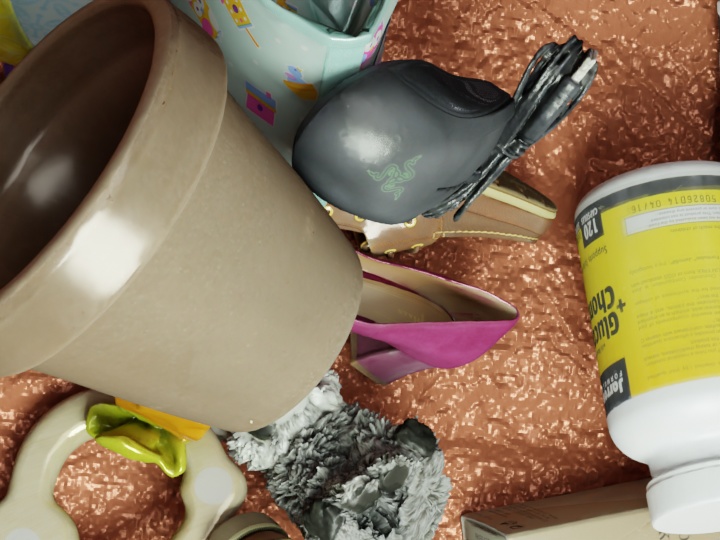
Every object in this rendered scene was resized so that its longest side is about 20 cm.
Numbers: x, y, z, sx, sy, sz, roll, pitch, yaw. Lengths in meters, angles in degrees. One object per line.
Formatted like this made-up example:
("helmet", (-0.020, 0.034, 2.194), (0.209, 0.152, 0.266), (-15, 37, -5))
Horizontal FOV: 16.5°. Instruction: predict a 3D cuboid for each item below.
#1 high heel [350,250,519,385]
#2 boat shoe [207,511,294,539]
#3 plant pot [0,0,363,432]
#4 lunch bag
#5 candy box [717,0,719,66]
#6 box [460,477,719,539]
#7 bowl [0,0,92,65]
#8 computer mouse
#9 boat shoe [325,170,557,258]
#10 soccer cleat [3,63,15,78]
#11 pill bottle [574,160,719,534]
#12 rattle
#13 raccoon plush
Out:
("high heel", (0.000, 0.000, 1.380), (0.200, 0.096, 0.067), (32, 42, -48))
("boat shoe", (-0.058, 0.236, 1.385), (0.072, 0.068, 0.200), (-18, 125, -29))
("plant pot", (-0.096, -0.012, 1.215), (0.175, 0.200, 0.200), (34, 82, -28))
("lunch bag", (-0.039, -0.153, 1.311), (0.122, 0.170, 0.200), (-12, 63, -18))
("candy box", (0.308, -0.069, 1.517), (0.168, 0.072, 0.200), (-5, 95, -25))
("box", (0.169, 0.177, 1.488), (0.200, 0.078, 0.095), (-11, 97, -18))
("bowl", (-0.208, -0.202, 1.301), (0.108, 0.200, 0.200), (-1, 94, 14))
("computer mouse", (0.043, -0.064, 1.291), (0.139, 0.200, 0.053), (-48, 67, 26))
("boat shoe", (0.016, -0.043, 1.431), (0.200, 0.072, 0.068), (13, 105, -21))
("soccer cleat", (-0.141, -0.039, 1.380), (0.076, 0.067, 0.200), (-38, 100, 15))
("pill bottle", (0.192, 0.046, 1.437), (0.112, 0.112, 0.200), (-1, 69, -19))
("rattle", (-0.157, 0.141, 1.339), (0.200, 0.143, 0.130), (-34, 96, -12))
("raccoon plush", (-0.026, 0.135, 1.436), (0.097, 0.134, 0.200), (-29, 135, -30))
